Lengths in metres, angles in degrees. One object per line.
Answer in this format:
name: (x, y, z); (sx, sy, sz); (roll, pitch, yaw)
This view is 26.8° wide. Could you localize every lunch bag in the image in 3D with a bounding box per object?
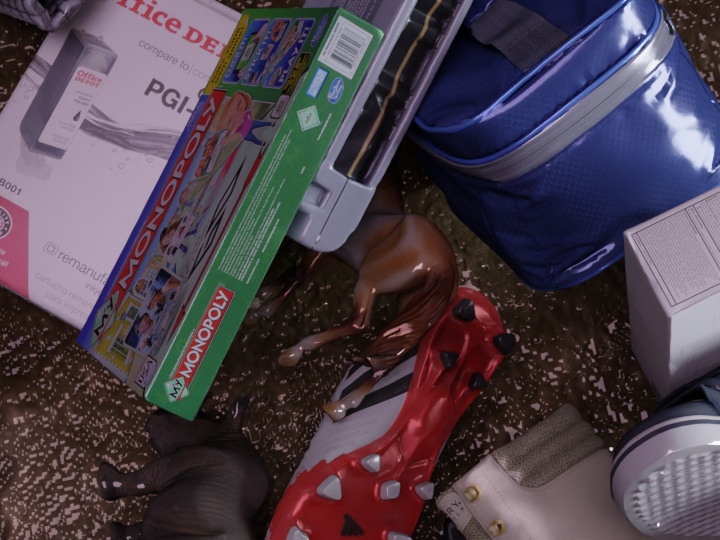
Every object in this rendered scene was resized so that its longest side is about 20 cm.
lunch bag: (0.086, -0.100, 0.787); (0.136, 0.200, 0.132); (-37, 118, -2)

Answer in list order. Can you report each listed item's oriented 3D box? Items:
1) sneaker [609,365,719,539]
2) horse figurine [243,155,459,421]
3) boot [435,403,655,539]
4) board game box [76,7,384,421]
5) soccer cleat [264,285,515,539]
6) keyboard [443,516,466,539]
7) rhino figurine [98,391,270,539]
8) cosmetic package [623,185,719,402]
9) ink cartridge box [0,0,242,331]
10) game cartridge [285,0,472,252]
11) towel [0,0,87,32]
sneaker: (0.172, 0.088, 0.750); (0.078, 0.200, 0.079); (-37, 56, 21)
horse figurine: (0.000, 0.000, 0.818); (0.133, 0.200, 0.050); (-44, 122, -2)
boot: (0.088, 0.175, 0.760); (0.200, 0.072, 0.155); (-39, 74, -22)
board game box: (-0.069, -0.035, 0.745); (0.029, 0.135, 0.200); (27, 87, -26)
soccer cleat: (0.007, 0.092, 0.807); (0.069, 0.085, 0.200); (41, 69, -20)
keyboard: (0.146, 0.179, 0.819); (0.200, 0.040, 0.104); (-1, 68, 1)
rhino figurine: (-0.092, 0.123, 0.794); (0.087, 0.200, 0.060); (-7, 118, 6)
cosmetic package: (0.179, 0.014, 0.754); (0.083, 0.200, 0.051); (-24, 69, 2)
ink cartridge box: (-0.129, -0.063, 0.867); (0.146, 0.085, 0.200); (28, 82, 10)
game cartridge: (-0.001, -0.111, 0.764); (0.040, 0.133, 0.200); (27, 91, -28)
towel: (-0.171, -0.243, 0.857); (0.086, 0.166, 0.200); (36, 85, -34)
